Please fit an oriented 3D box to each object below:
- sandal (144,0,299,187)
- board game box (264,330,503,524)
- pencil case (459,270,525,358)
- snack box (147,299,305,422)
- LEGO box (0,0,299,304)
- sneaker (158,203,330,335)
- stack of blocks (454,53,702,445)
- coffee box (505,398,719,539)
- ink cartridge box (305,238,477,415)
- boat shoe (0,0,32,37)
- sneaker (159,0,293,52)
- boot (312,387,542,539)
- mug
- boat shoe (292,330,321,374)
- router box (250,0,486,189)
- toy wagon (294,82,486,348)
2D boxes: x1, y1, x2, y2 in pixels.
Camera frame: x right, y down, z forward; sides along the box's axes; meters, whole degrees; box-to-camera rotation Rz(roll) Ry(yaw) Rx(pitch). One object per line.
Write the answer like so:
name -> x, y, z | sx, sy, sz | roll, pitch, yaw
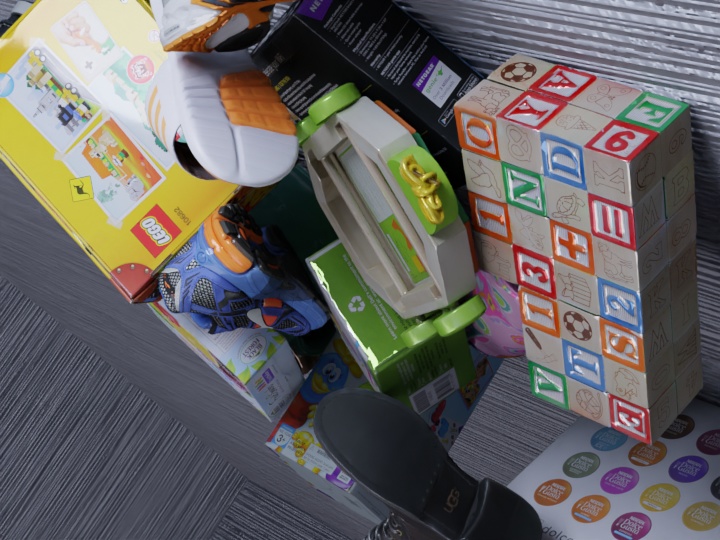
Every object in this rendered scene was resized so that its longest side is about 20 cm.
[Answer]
sandal -> -0.095, -0.105, 0.937 | 0.079, 0.059, 0.208 | 16, -146, -31
board game box -> 0.027, 0.104, 1.325 | 0.102, 0.201, 0.105 | 23, 164, 36
pencil case -> 0.111, 0.005, 1.044 | 0.087, 0.088, 0.200 | 33, 168, 2
snack box -> -0.117, 0.047, 1.253 | 0.142, 0.053, 0.200 | 43, 172, 11
LEGO box -> -0.165, -0.100, 1.079 | 0.200, 0.149, 0.077 | 48, -174, 5
sneaker -> -0.084, 0.010, 1.081 | 0.076, 0.078, 0.200 | 62, -171, 22
stack of blocks -> 0.126, -0.010, 0.863 | 0.114, 0.058, 0.202 | 23, 139, 37
coffee box -> 0.238, 0.236, 1.177 | 0.199, 0.197, 0.202 | 19, 138, 47
ink cartridge box -> 0.000, 0.000, 1.150 | 0.201, 0.075, 0.148 | 56, 175, 22
boat shoe -> -0.244, -0.155, 1.378 | 0.199, 0.061, 0.076 | 37, 166, -11
sneaker -> -0.058, -0.186, 0.824 | 0.075, 0.093, 0.199 | -9, 173, -39
boot -> 0.031, 0.183, 1.131 | 0.199, 0.069, 0.174 | 37, 150, 2
mug -> -0.077, -0.024, 1.297 | 0.152, 0.115, 0.185 | 38, 170, 21
boat shoe -> -0.109, 0.017, 1.386 | 0.201, 0.075, 0.075 | 36, 153, 6
router box -> 0.004, -0.108, 0.977 | 0.149, 0.051, 0.200 | 39, 166, -10
toy wagon -> 0.021, -0.035, 0.900 | 0.156, 0.039, 0.200 | 59, 163, -1
